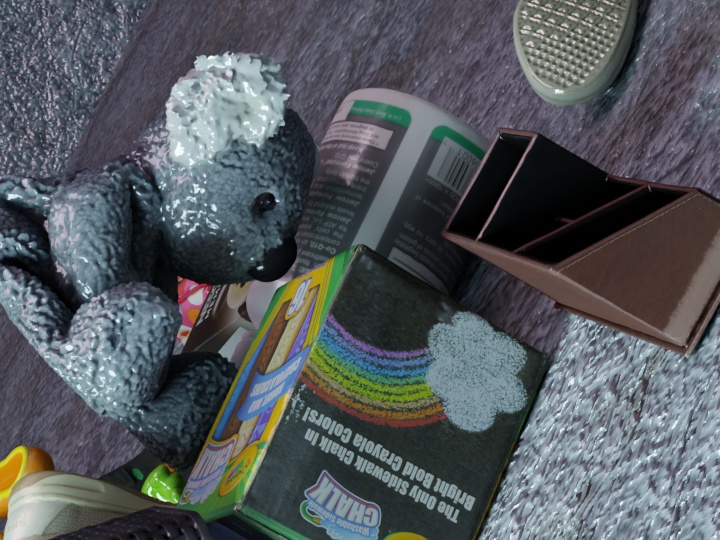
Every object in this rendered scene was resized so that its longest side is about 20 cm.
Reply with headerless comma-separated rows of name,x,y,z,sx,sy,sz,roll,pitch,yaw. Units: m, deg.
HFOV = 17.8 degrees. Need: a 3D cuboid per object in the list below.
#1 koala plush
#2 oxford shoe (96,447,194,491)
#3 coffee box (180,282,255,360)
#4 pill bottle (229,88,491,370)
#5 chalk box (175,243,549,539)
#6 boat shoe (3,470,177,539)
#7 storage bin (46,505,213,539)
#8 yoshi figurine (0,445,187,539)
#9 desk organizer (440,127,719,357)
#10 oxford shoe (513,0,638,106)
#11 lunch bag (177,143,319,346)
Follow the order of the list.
koala plush,-0.106,-0.029,1.282,0.200,0.184,0.177,-45,-22,-3
oxford shoe,-0.148,0.173,1.633,0.200,0.073,0.084,-43,-29,-32
coffee box,-0.039,0.009,1.587,0.200,0.080,0.113,-37,28,59
pill bottle,0.000,0.000,1.393,0.200,0.113,0.113,-64,14,-15
chalk box,-0.012,0.110,1.190,0.200,0.125,0.124,-64,14,-20
boat shoe,-0.095,0.163,1.247,0.072,0.200,0.065,120,159,-48
storage bin,-0.106,0.225,1.132,0.135,0.094,0.200,167,88,-72
yoshi figurine,-0.122,0.179,1.313,0.112,0.200,0.112,-52,26,11
desk organizer,0.110,-0.019,1.109,0.072,0.077,0.200,-61,14,-1
oxford shoe,0.129,-0.159,1.383,0.200,0.075,0.058,-90,-10,-49
lunch bag,-0.080,-0.025,1.820,0.176,0.082,0.200,-63,15,-25
